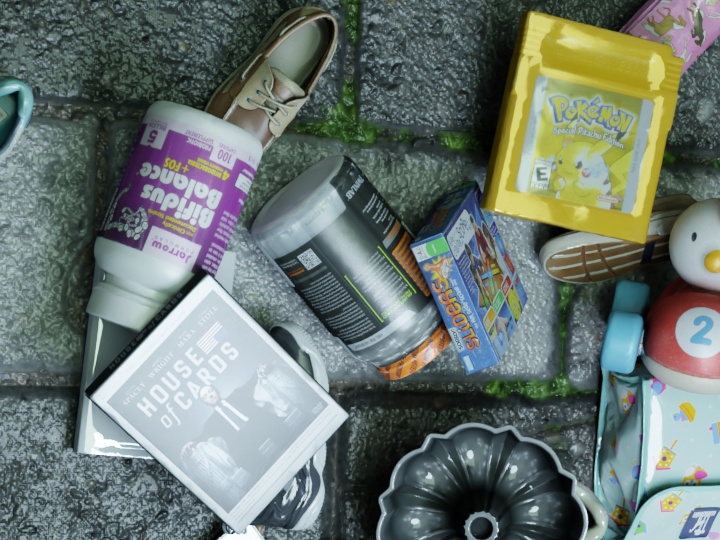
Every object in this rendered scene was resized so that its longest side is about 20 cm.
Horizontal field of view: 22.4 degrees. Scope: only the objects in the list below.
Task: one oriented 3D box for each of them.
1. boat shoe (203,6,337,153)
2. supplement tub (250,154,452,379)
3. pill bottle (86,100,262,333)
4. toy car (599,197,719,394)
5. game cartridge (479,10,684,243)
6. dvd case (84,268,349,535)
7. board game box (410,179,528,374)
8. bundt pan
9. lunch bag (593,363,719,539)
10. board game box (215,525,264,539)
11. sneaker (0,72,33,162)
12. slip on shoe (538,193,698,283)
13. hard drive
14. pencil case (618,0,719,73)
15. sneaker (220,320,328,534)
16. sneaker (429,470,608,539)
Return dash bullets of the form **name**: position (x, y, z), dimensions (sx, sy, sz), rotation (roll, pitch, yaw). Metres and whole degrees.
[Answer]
- **boat shoe**: position (-0.087, -0.169, 1.713), dimensions (0.076, 0.072, 0.200), rotation (34, 77, -20)
- **supplement tub**: position (0.000, 0.000, 1.724), dimensions (0.123, 0.122, 0.200), rotation (-44, 106, -17)
- **pill bottle**: position (-0.171, -0.041, 1.625), dimensions (0.112, 0.112, 0.200), rotation (22, 84, -22)
- **toy car**: position (0.347, 0.005, 1.797), dimensions (0.184, 0.177, 0.200), rotation (11, 111, 10)
- **game cartridge**: position (0.221, -0.140, 1.793), dimensions (0.176, 0.032, 0.200), rotation (11, 94, -17)
- **dvd case**: position (-0.124, 0.118, 1.609), dimensions (0.150, 0.025, 0.200), rotation (-47, 117, -7)
- **board game box**: position (0.107, 0.002, 1.742), dimensions (0.034, 0.200, 0.136), rotation (-21, 100, 18)
- **bundt pan**: position (0.117, 0.241, 1.739), dimensions (0.201, 0.076, 0.202), rotation (0, 91, 5)
- **lunch bag**: position (0.335, 0.197, 1.872), dimensions (0.170, 0.122, 0.200), rotation (0, 95, -22)
- **board game box**: position (-0.132, 0.371, 1.720), dimensions (0.200, 0.026, 0.200), rotation (-38, 104, -18)
- **sneaker**: position (-0.358, -0.096, 1.588), dimensions (0.078, 0.086, 0.200), rotation (38, 76, -18)
- **slip on shoe**: position (0.271, -0.039, 1.879), dimensions (0.200, 0.076, 0.061), rotation (-13, 55, -15)
- **hard drive**: position (-0.191, 0.074, 1.694), dimensions (0.132, 0.025, 0.200), rotation (7, 87, -23)
- **pencil case**: position (0.302, -0.234, 1.877), dimensions (0.087, 0.083, 0.200), rotation (42, 74, 8)
- **sneaker**: position (-0.092, 0.150, 1.696), dimensions (0.114, 0.075, 0.201), rotation (-4, 96, -41)
- **sneaker**: position (0.164, 0.227, 1.811), dimensions (0.200, 0.088, 0.082), rotation (11, 86, -18)
